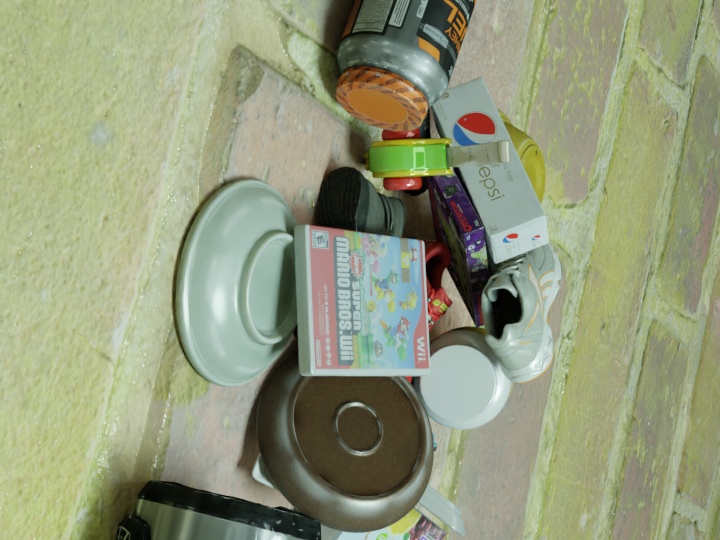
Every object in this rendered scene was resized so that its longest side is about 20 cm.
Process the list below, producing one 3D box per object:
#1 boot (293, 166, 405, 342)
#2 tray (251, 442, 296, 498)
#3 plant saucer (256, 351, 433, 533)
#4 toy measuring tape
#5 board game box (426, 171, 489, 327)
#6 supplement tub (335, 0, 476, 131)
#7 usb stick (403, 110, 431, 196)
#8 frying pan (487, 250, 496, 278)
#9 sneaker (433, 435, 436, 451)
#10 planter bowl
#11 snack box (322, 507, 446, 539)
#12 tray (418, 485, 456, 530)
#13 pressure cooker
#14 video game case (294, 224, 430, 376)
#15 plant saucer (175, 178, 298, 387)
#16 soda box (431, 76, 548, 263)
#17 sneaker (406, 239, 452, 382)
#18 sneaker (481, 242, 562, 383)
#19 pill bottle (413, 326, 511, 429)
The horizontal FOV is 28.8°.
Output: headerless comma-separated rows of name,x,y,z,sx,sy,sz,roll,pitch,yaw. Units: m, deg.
boot,0.000,0.000,1.484,0.130,0.067,0.202,33,66,-55
tray,-0.035,0.152,1.443,0.022,0.107,0.201,-50,-164,55
plant saucer,-0.008,0.163,1.418,0.199,0.032,0.202,12,61,-23
toy measuring tape,0.066,-0.118,1.458,0.073,0.199,0.074,-1,92,-39
board game box,0.113,-0.034,1.598,0.201,0.032,0.121,75,-4,-56
supplement tub,0.049,-0.255,1.457,0.123,0.122,0.201,45,59,-54
usb stick,0.059,-0.185,1.580,0.055,0.032,0.202,-31,122,-52
frying pan,0.140,-0.039,1.633,0.190,0.031,0.116,38,37,-42
sneaker,0.000,0.166,1.543,0.199,0.079,0.096,9,61,-53
planter bowl,0.177,-0.112,1.743,0.200,0.083,0.202,-17,110,-59
snack box,0.004,0.307,1.540,0.143,0.053,0.200,-53,144,-6
tray,0.073,0.249,1.544,0.022,0.107,0.200,-53,167,-6
pressure cooker,-0.132,0.296,1.220,0.176,0.177,0.202,32,69,-61
video game case,0.005,0.034,1.406,0.199,0.017,0.144,6,80,-53
plant saucer,-0.098,0.015,1.340,0.200,0.050,0.202,-23,117,-56
soda box,0.141,-0.113,1.556,0.064,0.068,0.201,70,0,-61
sneaker,0.059,0.046,1.553,0.077,0.084,0.201,49,42,-45
sneaker,0.172,0.017,1.542,0.092,0.075,0.201,47,36,-43
pill bottle,0.119,0.123,1.617,0.200,0.111,0.114,5,93,-81
